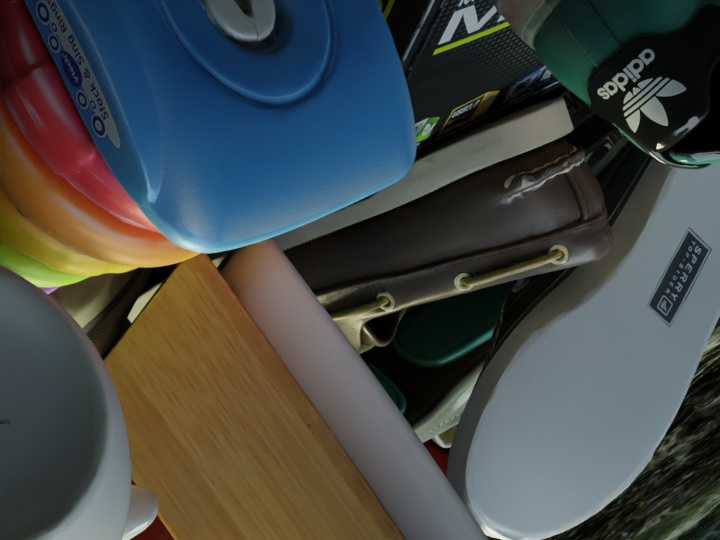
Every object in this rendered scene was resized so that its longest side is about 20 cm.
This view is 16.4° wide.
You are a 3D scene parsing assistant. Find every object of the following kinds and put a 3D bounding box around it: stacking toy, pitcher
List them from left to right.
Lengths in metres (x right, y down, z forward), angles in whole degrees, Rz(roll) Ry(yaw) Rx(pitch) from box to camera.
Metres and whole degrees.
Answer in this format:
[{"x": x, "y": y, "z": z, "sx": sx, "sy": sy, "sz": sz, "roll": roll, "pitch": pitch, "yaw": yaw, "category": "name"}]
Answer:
[{"x": -0.115, "y": 0.075, "z": 0.688, "sx": 0.171, "sy": 0.122, "sz": 0.200, "roll": 2, "pitch": 154, "yaw": -25, "category": "pitcher"}, {"x": -0.093, "y": -0.033, "z": 0.701, "sx": 0.200, "sy": 0.116, "sz": 0.110, "roll": -30, "pitch": 175, "yaw": 42, "category": "stacking toy"}]

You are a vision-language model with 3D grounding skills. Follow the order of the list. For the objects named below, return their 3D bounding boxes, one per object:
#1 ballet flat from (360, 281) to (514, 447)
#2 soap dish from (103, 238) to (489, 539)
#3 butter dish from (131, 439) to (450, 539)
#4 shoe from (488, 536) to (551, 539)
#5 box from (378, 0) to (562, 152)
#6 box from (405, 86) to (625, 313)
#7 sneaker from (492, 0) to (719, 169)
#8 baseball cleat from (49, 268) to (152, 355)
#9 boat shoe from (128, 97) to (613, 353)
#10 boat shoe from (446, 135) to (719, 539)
[{"x": 0.014, "y": 0.053, "z": 0.972, "sx": 0.199, "sy": 0.067, "sz": 0.064, "roll": -28, "pitch": 131, "yaw": -21, "category": "ballet flat"}, {"x": -0.024, "y": 0.067, "z": 0.807, "sx": 0.081, "sy": 0.158, "sz": 0.200, "roll": -36, "pitch": -177, "yaw": -4, "category": "soap dish"}, {"x": -0.065, "y": 0.116, "z": 1.041, "sx": 0.199, "sy": 0.148, "sz": 0.201, "roll": 0, "pitch": -124, "yaw": 53, "category": "butter dish"}, {"x": 0.047, "y": 0.120, "z": 1.106, "sx": 0.053, "sy": 0.070, "sz": 0.201, "roll": -18, "pitch": -141, "yaw": 43, "category": "shoe"}, {"x": 0.086, "y": -0.124, "z": 0.829, "sx": 0.199, "sy": 0.048, "sz": 0.193, "roll": -26, "pitch": 166, "yaw": -25, "category": "box"}, {"x": 0.064, "y": -0.021, "z": 1.072, "sx": 0.157, "sy": 0.050, "sz": 0.200, "roll": -36, "pitch": 163, "yaw": 8, "category": "box"}, {"x": 0.116, "y": -0.070, "z": 0.818, "sx": 0.071, "sy": 0.080, "sz": 0.200, "roll": -42, "pitch": 164, "yaw": 28, "category": "sneaker"}, {"x": -0.148, "y": 0.043, "z": 0.827, "sx": 0.200, "sy": 0.070, "sz": 0.106, "roll": -32, "pitch": 163, "yaw": -2, "category": "baseball cleat"}, {"x": 0.000, "y": 0.000, "z": 0.923, "sx": 0.199, "sy": 0.060, "sz": 0.072, "roll": -24, "pitch": -176, "yaw": 27, "category": "boat shoe"}, {"x": 0.085, "y": 0.016, "z": 0.932, "sx": 0.068, "sy": 0.072, "sz": 0.200, "roll": -4, "pitch": -133, "yaw": 56, "category": "boat shoe"}]
